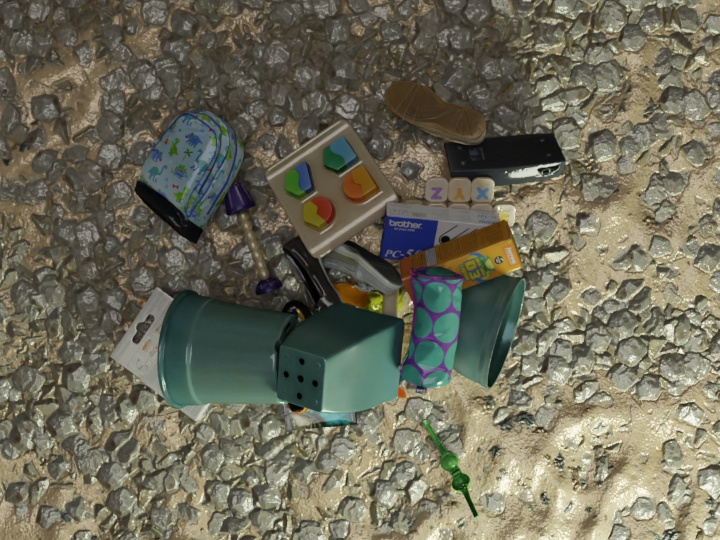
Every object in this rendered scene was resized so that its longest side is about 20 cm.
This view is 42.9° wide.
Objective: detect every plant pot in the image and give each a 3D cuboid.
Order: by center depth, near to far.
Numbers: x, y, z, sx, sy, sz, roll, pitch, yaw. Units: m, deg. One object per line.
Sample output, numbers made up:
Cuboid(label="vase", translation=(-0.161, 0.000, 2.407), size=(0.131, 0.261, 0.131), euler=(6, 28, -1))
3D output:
Cuboid(label="plant pot", translation=(-0.042, 0.153, 1.494), size=(0.140, 0.199, 0.143), euler=(13, 106, 30))
Cuboid(label="plant pot", translation=(-0.208, 0.140, 1.530), size=(0.194, 0.200, 0.203), euler=(5, 94, 15))
Cuboid(label="plant pot", translation=(0.195, 0.090, 1.604), size=(0.133, 0.200, 0.202), euler=(18, 94, 18))

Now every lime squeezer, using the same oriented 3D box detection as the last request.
Cuboid(label="lime squeezer", translation=(0.167, 0.367, 1.679), size=(0.038, 0.070, 0.201), euler=(-37, 63, 19))

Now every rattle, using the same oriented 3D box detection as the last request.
Cuboid(label="rattle", translation=(0.014, 0.120, 1.616), size=(0.141, 0.130, 0.202), euler=(6, 78, -11))

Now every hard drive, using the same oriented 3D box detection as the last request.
Cuboid(label="hard drive", translation=(0.250, -0.194, 1.607), size=(0.198, 0.135, 0.043), euler=(-5, 121, 3))

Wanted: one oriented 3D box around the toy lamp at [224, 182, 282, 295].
Cuboid(label="toy lamp", translation=(-0.198, -0.059, 1.655), size=(0.058, 0.058, 0.202), euler=(-17, 96, 2))

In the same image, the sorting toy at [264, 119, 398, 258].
Cuboid(label="sorting toy", translation=(-0.055, -0.149, 1.623), size=(0.184, 0.036, 0.201), euler=(-33, 68, 3))

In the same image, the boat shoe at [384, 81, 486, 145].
Cuboid(label="boat shoe", translation=(0.133, -0.272, 1.628), size=(0.199, 0.069, 0.074), euler=(29, 84, 20))

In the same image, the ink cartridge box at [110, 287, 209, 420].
Cuboid(label="ink cartridge box", translation=(-0.331, 0.151, 1.678), size=(0.199, 0.050, 0.162), euler=(36, 94, 3))

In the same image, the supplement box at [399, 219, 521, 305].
Cuboid(label="supplement box", translation=(0.169, -0.012, 1.552), size=(0.198, 0.069, 0.067), euler=(-22, 119, 11))

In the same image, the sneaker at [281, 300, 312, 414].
Cuboid(label="sneaker", translation=(-0.108, 0.155, 1.621), size=(0.069, 0.090, 0.202), euler=(-3, 94, 2))

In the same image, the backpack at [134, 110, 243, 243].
Cuboid(label="backpack", translation=(-0.295, -0.181, 1.609), size=(0.163, 0.154, 0.200), euler=(39, 79, 27))

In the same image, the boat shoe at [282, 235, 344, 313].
Cuboid(label="boat shoe", translation=(-0.080, 0.032, 1.638), size=(0.057, 0.067, 0.201), euler=(-19, 77, -24))

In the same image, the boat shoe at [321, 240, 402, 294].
Cuboid(label="boat shoe", translation=(-0.002, -0.001, 1.604), size=(0.074, 0.201, 0.065), euler=(11, 105, -44))

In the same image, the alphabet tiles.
Cuboid(label="alphabet tiles", translation=(0.171, -0.080, 1.612), size=(0.198, 0.015, 0.197), euler=(0, 131, 1))

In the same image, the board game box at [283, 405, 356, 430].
Cuboid(label="board game box", translation=(-0.081, 0.188, 1.683), size=(0.134, 0.028, 0.202), euler=(-6, 94, 1))

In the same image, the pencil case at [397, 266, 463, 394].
Cuboid(label="pencil case", translation=(0.115, 0.094, 1.504), size=(0.091, 0.085, 0.202), euler=(5, 105, -3))

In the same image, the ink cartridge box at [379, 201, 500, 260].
Cuboid(label="ink cartridge box", translation=(0.137, -0.060, 1.590), size=(0.198, 0.044, 0.095), euler=(5, 129, -2))
